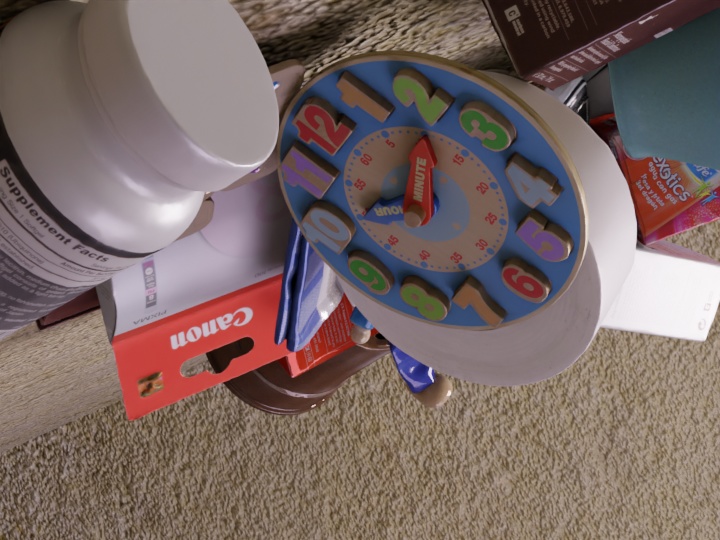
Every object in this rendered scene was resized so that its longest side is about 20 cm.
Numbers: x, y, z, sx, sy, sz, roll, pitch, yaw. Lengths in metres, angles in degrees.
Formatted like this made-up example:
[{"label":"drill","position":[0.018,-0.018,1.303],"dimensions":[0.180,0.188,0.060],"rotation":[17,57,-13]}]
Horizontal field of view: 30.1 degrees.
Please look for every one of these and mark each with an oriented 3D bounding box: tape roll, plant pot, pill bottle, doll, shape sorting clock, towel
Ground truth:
[{"label":"tape roll","position":[0.074,-0.025,0.867],"dimensions":[0.202,0.203,0.071],"rotation":[-27,-162,46]},{"label":"plant pot","position":[-0.040,0.035,1.409],"dimensions":[0.199,0.203,0.198],"rotation":[-19,176,-37]},{"label":"pill bottle","position":[-0.139,-0.046,0.586],"dimensions":[0.198,0.118,0.116],"rotation":[-27,174,28]},{"label":"doll","position":[0.047,0.017,1.039],"dimensions":[0.136,0.048,0.201],"rotation":[-45,141,-18]},{"label":"shape sorting clock","position":[0.038,-0.041,0.795],"dimensions":[0.199,0.200,0.039],"rotation":[-27,-162,45]},{"label":"towel","position":[-0.001,-0.046,0.974],"dimensions":[0.200,0.024,0.148],"rotation":[-49,155,-49]},{"label":"plant pot","position":[0.272,-0.154,0.932],"dimensions":[0.185,0.203,0.200],"rotation":[-4,-178,20]}]

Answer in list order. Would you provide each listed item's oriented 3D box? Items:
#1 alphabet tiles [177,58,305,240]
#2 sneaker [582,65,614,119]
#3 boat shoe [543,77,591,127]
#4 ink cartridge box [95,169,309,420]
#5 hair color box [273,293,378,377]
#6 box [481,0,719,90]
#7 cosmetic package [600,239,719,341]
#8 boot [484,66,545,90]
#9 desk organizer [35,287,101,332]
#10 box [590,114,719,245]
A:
[{"label":"alphabet tiles","position":[-0.125,-0.061,0.782],"dimensions":[0.194,0.015,0.201],"rotation":[-25,161,-22]},{"label":"sneaker","position":[0.233,-0.163,1.097],"dimensions":[0.076,0.081,0.200],"rotation":[-48,-175,-34]},{"label":"boat shoe","position":[0.171,-0.095,1.116],"dimensions":[0.072,0.071,0.201],"rotation":[-48,163,-18]},{"label":"ink cartridge box","position":[-0.102,0.004,0.941],"dimensions":[0.161,0.203,0.057],"rotation":[-21,-151,-24]},{"label":"hair color box","position":[0.000,0.000,1.103],"dimensions":[0.198,0.062,0.101],"rotation":[-27,-144,-19]},{"label":"box","position":[0.182,-0.188,0.821],"dimensions":[0.198,0.076,0.100],"rotation":[-27,174,20]},{"label":"cosmetic package","position":[0.200,0.003,1.111],"dimensions":[0.198,0.075,0.101],"rotation":[10,-170,-39]},{"label":"boot","position":[0.130,-0.136,1.183],"dimensions":[0.198,0.073,0.155],"rotation":[-26,171,-14]},{"label":"desk organizer","position":[-0.152,-0.030,0.985],"dimensions":[0.198,0.073,0.077],"rotation":[-21,173,-23]},{"label":"box","position":[0.258,-0.095,1.151],"dimensions":[0.098,0.097,0.200],"rotation":[-19,-171,4]}]
